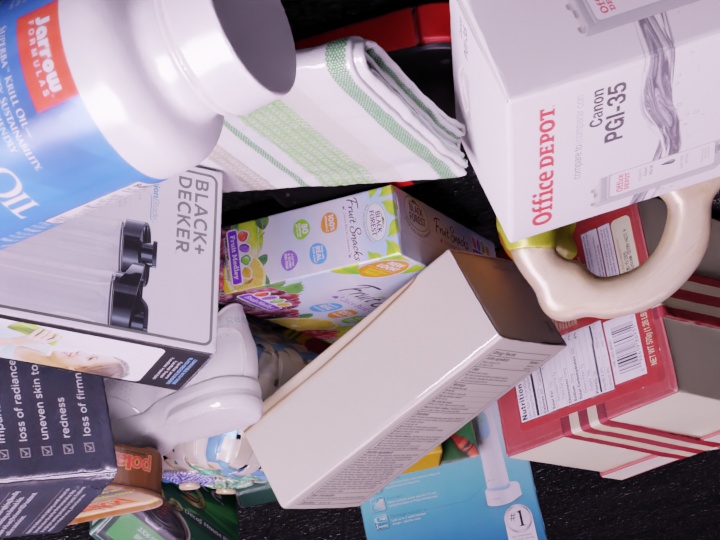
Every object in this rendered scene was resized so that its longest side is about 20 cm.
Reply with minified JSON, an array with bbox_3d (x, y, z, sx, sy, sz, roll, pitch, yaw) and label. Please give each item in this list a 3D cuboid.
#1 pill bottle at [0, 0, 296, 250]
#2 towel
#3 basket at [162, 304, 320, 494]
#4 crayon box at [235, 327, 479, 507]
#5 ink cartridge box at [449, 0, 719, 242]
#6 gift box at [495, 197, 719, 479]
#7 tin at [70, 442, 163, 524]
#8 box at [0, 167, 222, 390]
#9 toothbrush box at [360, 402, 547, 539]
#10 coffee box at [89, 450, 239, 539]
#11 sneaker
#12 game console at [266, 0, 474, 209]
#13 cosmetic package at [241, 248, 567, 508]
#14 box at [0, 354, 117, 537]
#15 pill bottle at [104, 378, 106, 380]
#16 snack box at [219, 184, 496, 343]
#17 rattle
[{"bbox_3d":[-0.135,-0.087,0.861,0.199,0.113,0.112,-22,158,22],"label":"pill bottle"},{"bbox_3d":[-0.056,-0.084,0.967,0.198,0.031,0.149,-2,159,27],"label":"towel"},{"bbox_3d":[-0.132,0.086,1.316,0.199,0.140,0.176,18,179,32],"label":"basket"},{"bbox_3d":[-0.013,0.104,1.426,0.198,0.128,0.051,-12,160,-4],"label":"crayon box"},{"bbox_3d":[0.155,-0.108,0.953,0.198,0.083,0.147,-18,151,-5],"label":"ink cartridge box"},{"bbox_3d":[0.222,0.057,1.354,0.199,0.187,0.186,-19,158,37],"label":"gift box"},{"bbox_3d":[-0.214,0.145,1.212,0.111,0.042,0.199,20,155,-40],"label":"tin"},{"bbox_3d":[-0.177,-0.013,0.975,0.198,0.118,0.060,13,151,-23],"label":"box"},{"bbox_3d":[0.064,0.153,1.492,0.145,0.202,0.085,-13,161,-1],"label":"toothbrush box"},{"bbox_3d":[-0.147,0.174,1.362,0.044,0.200,0.123,-43,108,10],"label":"coffee box"},{"bbox_3d":[-0.147,0.076,1.205,0.198,0.089,0.075,-17,157,30],"label":"sneaker"},{"bbox_3d":[0.005,-0.094,1.056,0.175,0.031,0.200,-11,160,14],"label":"game console"},{"bbox_3d":[0.027,0.077,1.198,0.200,0.073,0.103,-40,156,21],"label":"cosmetic package"},{"bbox_3d":[-0.260,0.047,1.016,0.195,0.202,0.124,-1,157,-28],"label":"box"},{"bbox_3d":[-0.267,0.063,1.187,0.198,0.112,0.111,-19,159,17],"label":"pill bottle"},{"bbox_3d":[0.000,0.000,1.230,0.141,0.054,0.200,-15,165,21],"label":"snack box"},{"bbox_3d":[0.185,-0.049,1.113,0.199,0.131,0.143,-31,164,3],"label":"rattle"}]
